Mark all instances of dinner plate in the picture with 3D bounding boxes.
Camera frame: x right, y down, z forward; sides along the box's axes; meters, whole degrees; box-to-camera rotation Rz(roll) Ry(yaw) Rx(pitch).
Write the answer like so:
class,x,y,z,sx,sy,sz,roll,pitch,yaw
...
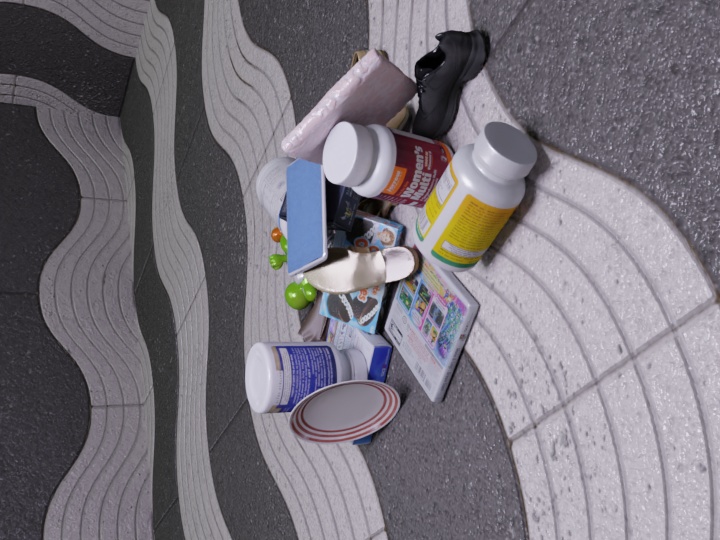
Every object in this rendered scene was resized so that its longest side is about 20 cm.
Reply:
class,x,y,z,sx,sy,sz,roll,pitch,yaw
dinner plate,-0.028,0.238,1.343,0.202,0.196,0.025,-59,36,42

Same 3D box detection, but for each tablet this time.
class,x,y,z,sx,sy,sz,roll,pitch,yaw
tablet,-0.092,-0.102,1.335,0.129,0.013,0.205,-23,64,53

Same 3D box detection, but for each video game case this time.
class,x,y,z,sx,sy,sz,roll,pitch,yaw
video game case,0.109,0.077,1.277,0.201,0.023,0.185,55,135,51
video game case,-0.016,0.192,1.488,0.181,0.044,0.205,41,124,55

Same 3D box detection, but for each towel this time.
class,x,y,z,sx,sy,sz,roll,pitch,yaw
towel,-0.011,-0.243,1.216,0.200,0.190,0.032,-43,74,18

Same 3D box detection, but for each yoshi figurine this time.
class,x,y,z,sx,sy,sz,roll,pitch,yaw
yoshi figurine,-0.142,0.003,1.697,0.113,0.110,0.202,99,154,-48

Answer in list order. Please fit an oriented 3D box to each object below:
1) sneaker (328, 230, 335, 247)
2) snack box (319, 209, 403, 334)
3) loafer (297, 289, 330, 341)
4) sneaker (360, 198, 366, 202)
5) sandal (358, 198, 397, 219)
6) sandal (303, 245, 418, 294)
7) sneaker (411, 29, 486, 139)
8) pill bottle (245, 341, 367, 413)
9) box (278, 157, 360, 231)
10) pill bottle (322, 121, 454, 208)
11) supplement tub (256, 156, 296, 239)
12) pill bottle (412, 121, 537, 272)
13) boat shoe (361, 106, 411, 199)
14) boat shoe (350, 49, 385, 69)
class,x,y,z,sx,sy,sz,roll,pitch,yaw
sneaker,-0.064,-0.062,1.546,0.086,0.080,0.203,37,152,43
snack box,0.000,0.000,1.409,0.114,0.037,0.205,18,110,17
loafer,-0.090,0.126,1.609,0.073,0.069,0.205,31,115,59
sneaker,-0.017,-0.188,1.481,0.202,0.075,0.113,114,152,-43
sandal,0.013,-0.109,1.428,0.213,0.068,0.079,-58,39,44
sandal,0.008,-0.005,1.337,0.207,0.069,0.080,-6,91,25
sneaker,0.115,-0.290,1.223,0.202,0.089,0.077,-65,36,39
pill bottle,-0.092,0.185,1.376,0.119,0.196,0.123,-8,81,61
box,-0.055,-0.176,1.390,0.156,0.051,0.205,9,80,45
pill bottle,0.046,-0.163,1.215,0.109,0.197,0.113,-11,75,51
supplement tub,-0.134,-0.145,1.652,0.200,0.129,0.135,51,131,53
pill bottle,0.160,-0.103,1.096,0.202,0.110,0.114,-61,38,42
boat shoe,0.030,-0.209,1.406,0.201,0.064,0.072,-52,44,20
boat shoe,-0.014,-0.331,1.500,0.075,0.065,0.203,61,140,45
